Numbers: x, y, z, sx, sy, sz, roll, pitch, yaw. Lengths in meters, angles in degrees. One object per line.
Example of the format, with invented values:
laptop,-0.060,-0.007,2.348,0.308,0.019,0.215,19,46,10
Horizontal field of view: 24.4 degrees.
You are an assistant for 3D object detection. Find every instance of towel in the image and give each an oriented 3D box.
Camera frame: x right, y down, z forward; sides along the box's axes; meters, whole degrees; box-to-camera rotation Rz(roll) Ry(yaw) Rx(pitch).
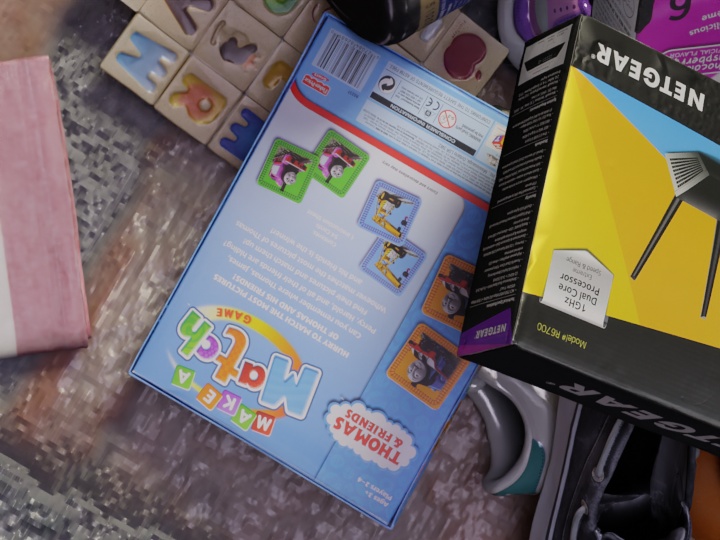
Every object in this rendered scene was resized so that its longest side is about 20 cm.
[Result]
towel,-0.237,-0.021,0.800,0.198,0.023,0.146,-8,92,-12

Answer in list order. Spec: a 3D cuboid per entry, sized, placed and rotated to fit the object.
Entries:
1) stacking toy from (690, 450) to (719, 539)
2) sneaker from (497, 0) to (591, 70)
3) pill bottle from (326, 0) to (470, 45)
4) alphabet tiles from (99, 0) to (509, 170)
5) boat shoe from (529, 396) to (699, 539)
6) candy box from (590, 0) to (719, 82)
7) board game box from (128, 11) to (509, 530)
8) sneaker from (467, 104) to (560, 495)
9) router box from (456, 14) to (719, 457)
stacking toy,0.238,0.092,0.817,0.145,0.200,0.148,0,89,-12
sneaker,0.176,-0.134,0.866,0.198,0.088,0.081,-2,88,-14
pill bottle,0.067,-0.199,0.777,0.199,0.112,0.112,-31,95,-12
alphabet tiles,-0.029,-0.129,0.831,0.199,0.006,0.167,36,94,-17
boat shoe,0.131,0.125,0.819,0.071,0.068,0.202,-6,121,-19
candy box,0.180,-0.085,0.816,0.135,0.061,0.201,-9,135,-9
board game box,0.000,0.000,0.812,0.150,0.037,0.201,30,91,6
sneaker,0.074,0.020,0.846,0.093,0.070,0.202,-18,96,-19
router box,0.149,-0.003,0.736,0.199,0.051,0.151,21,72,-24
